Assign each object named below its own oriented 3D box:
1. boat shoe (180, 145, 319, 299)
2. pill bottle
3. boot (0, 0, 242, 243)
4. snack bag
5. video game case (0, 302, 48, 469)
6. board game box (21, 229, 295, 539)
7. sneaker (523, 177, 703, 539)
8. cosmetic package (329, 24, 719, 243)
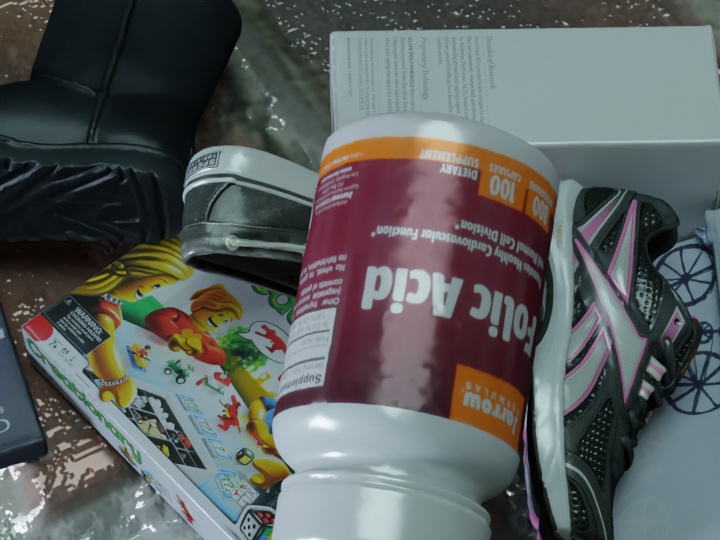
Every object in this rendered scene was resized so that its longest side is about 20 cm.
[{"bbox_3d":[0.000,0.000,1.156,0.199,0.071,0.064,17,62,-22],"label":"boat shoe"},{"bbox_3d":[0.022,0.040,1.050,0.114,0.114,0.201,8,71,6],"label":"pill bottle"},{"bbox_3d":[-0.171,-0.096,1.237,0.199,0.077,0.169,4,45,4],"label":"boot"},{"bbox_3d":[0.181,0.048,1.127,0.199,0.021,0.189,-15,52,22],"label":"snack bag"},{"bbox_3d":[-0.256,0.032,1.193,0.142,0.019,0.201,-17,57,-11],"label":"video game case"},{"bbox_3d":[-0.059,0.063,1.160,0.126,0.035,0.200,-37,62,-24],"label":"board game box"},{"bbox_3d":[0.122,0.044,1.106,0.086,0.080,0.201,1,70,3],"label":"sneaker"},{"bbox_3d":[0.084,-0.063,1.204,0.199,0.108,0.085,-1,54,-3],"label":"cosmetic package"}]
